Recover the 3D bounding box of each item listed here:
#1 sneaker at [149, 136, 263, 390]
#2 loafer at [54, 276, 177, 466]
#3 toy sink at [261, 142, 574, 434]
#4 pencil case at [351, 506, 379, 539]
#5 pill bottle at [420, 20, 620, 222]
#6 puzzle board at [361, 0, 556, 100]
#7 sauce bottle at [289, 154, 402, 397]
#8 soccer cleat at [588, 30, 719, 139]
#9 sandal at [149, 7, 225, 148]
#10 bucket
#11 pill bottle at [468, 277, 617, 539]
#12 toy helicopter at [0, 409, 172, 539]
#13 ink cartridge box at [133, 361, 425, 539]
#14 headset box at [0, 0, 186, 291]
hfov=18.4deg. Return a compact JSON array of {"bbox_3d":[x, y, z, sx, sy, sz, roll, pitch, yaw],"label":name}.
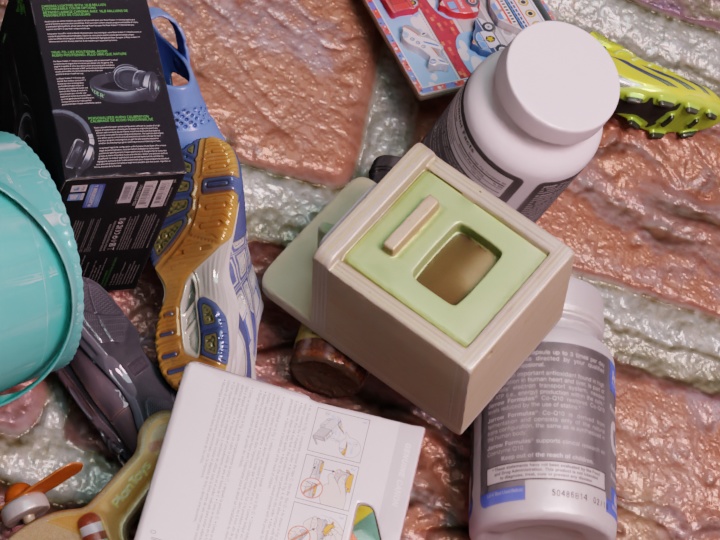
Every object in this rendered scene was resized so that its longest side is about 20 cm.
[{"bbox_3d":[-0.113,0.003,1.679,0.075,0.088,0.202,-4,76,24],"label":"sneaker"},{"bbox_3d":[-0.172,0.101,1.638,0.201,0.063,0.072,56,31,5],"label":"loafer"},{"bbox_3d":[0.038,-0.002,1.637,0.200,0.112,0.130,36,65,18],"label":"toy sink"},{"bbox_3d":[-0.014,0.202,1.626,0.088,0.088,0.200,-32,81,-29],"label":"pencil case"},{"bbox_3d":[0.122,-0.106,1.751,0.115,0.200,0.117,8,64,-17],"label":"pill bottle"},{"bbox_3d":[0.076,-0.233,1.864,0.150,0.017,0.201,-14,57,-20],"label":"puzzle board"},{"bbox_3d":[0.000,0.000,1.736,0.066,0.066,0.201,22,61,-9],"label":"sauce bottle"},{"bbox_3d":[0.221,-0.168,1.896,0.199,0.065,0.084,11,60,-15],"label":"soccer cleat"},{"bbox_3d":[-0.150,-0.123,1.726,0.079,0.087,0.201,-24,79,-28],"label":"sandal"},{"bbox_3d":[-0.291,0.003,1.554,0.134,0.207,0.208,-17,73,-31],"label":"bucket"},{"bbox_3d":[0.140,0.113,1.706,0.113,0.114,0.201,10,64,-15],"label":"pill bottle"},{"bbox_3d":[-0.190,0.175,1.561,0.132,0.079,0.200,36,74,14],"label":"toy helicopter"},{"bbox_3d":[-0.062,0.178,1.518,0.175,0.045,0.201,16,59,-2],"label":"ink cartridge box"},{"bbox_3d":[-0.208,-0.111,1.640,0.092,0.174,0.201,-4,63,-22],"label":"headset box"}]
